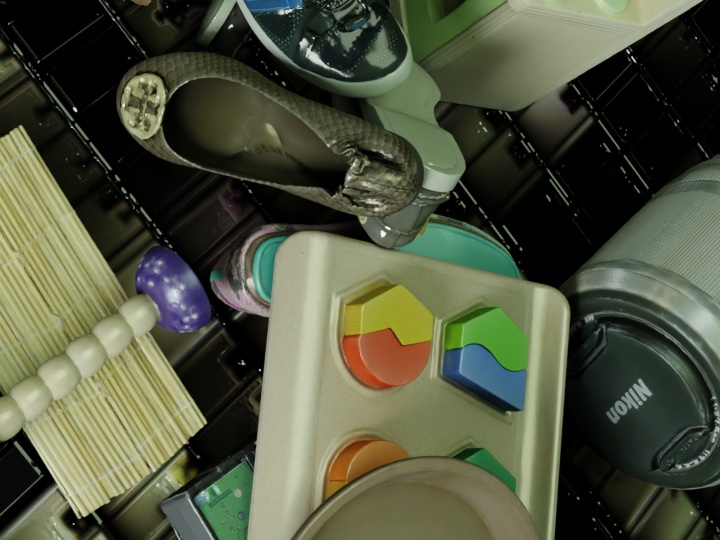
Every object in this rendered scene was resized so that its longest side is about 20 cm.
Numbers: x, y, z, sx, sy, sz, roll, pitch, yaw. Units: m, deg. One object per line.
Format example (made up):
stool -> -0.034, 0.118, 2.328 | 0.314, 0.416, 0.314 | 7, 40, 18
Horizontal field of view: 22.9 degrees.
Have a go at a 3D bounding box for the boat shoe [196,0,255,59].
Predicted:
boat shoe -> -0.035, -0.195, 1.108 | 0.060, 0.072, 0.202 | 39, 52, -12

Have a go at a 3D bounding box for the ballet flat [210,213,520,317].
ballet flat -> 0.000, 0.000, 1.061 | 0.198, 0.071, 0.070 | 0, 91, -32

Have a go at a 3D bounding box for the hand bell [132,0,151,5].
hand bell -> -0.093, -0.248, 1.094 | 0.104, 0.104, 0.202 | 32, 70, -22

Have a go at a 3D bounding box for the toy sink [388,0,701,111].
toy sink -> 0.110, -0.202, 1.134 | 0.111, 0.199, 0.132 | 5, 71, -34

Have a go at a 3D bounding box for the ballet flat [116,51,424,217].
ballet flat -> -0.058, -0.074, 0.989 | 0.046, 0.198, 0.068 | -22, 129, -59

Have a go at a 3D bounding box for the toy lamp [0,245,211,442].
toy lamp -> -0.166, 0.064, 0.917 | 0.199, 0.058, 0.059 | -36, 95, -28

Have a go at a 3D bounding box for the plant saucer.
plant saucer -> 0.019, 0.196, 0.966 | 0.198, 0.029, 0.203 | -8, 104, -34

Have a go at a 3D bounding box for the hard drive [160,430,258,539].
hard drive -> -0.005, 0.138, 1.029 | 0.199, 0.038, 0.141 | -35, 95, -39

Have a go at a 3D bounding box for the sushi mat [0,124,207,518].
sushi mat -> -0.168, 0.027, 0.968 | 0.095, 0.012, 0.201 | -34, 94, -38

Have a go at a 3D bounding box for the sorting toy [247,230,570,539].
sorting toy -> 0.036, 0.084, 1.011 | 0.198, 0.036, 0.187 | 12, 78, -31

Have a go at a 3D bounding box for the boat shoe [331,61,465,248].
boat shoe -> 0.012, -0.084, 1.070 | 0.071, 0.061, 0.202 | 20, 25, -19

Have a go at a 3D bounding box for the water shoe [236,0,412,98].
water shoe -> -0.043, -0.183, 1.004 | 0.071, 0.079, 0.200 | -39, 84, -20

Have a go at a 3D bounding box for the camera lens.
camera lens -> 0.223, 0.031, 1.153 | 0.200, 0.160, 0.161 | -40, 97, -38
